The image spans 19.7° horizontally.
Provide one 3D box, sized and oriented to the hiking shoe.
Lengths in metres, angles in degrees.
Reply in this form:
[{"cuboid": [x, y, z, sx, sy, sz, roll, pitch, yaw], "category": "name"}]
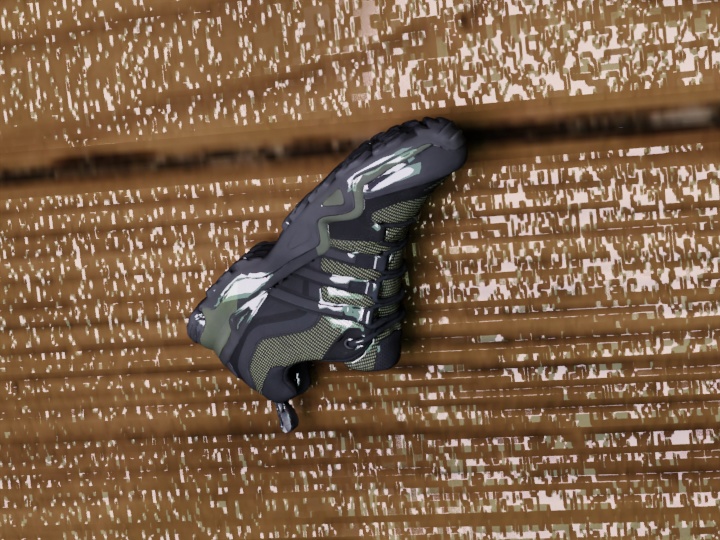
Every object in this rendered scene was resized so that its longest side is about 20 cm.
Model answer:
[{"cuboid": [0.000, 0.000, 1.144, 0.101, 0.076, 0.200, 47, 117, -3], "category": "hiking shoe"}]
